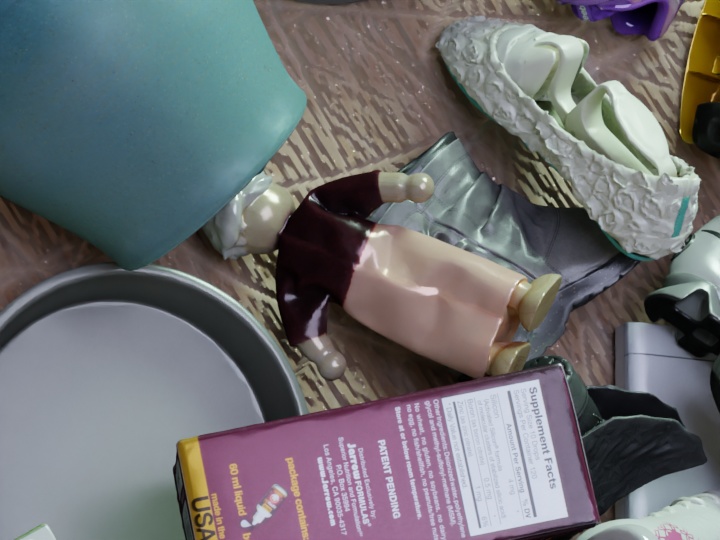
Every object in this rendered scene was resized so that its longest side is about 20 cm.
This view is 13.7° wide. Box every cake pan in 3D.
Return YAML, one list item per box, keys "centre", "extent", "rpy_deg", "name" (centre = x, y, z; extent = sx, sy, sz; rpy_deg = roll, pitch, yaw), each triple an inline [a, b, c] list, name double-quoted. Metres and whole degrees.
- centre: [-0.124, 0.096, 1.582]
  extent: [0.200, 0.037, 0.201]
  rpy_deg: [5, 75, -20]
  name: "cake pan"

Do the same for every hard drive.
- centre: [0.208, 0.135, 1.705]
  extent: [0.132, 0.027, 0.201]
  rpy_deg: [7, 75, -20]
  name: "hard drive"

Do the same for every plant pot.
- centre: [-0.137, -0.109, 1.551]
  extent: [0.188, 0.200, 0.200]
  rpy_deg: [47, 66, -13]
  name: "plant pot"

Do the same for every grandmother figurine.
- centre: [0.000, 0.000, 1.612]
  extent: [0.200, 0.061, 0.122]
  rpy_deg: [26, 86, 12]
  name: "grandmother figurine"

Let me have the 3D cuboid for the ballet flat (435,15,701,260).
- centre: [0.123, -0.090, 1.665]
  extent: [0.072, 0.072, 0.200]
  rpy_deg: [-29, 60, -24]
  name: "ballet flat"

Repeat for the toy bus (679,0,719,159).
- centre: [0.306, -0.109, 1.711]
  extent: [0.192, 0.200, 0.136]
  rpy_deg: [19, 84, -22]
  name: "toy bus"

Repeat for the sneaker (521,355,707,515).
- centre: [0.084, 0.121, 1.635]
  extent: [0.200, 0.060, 0.104]
  rpy_deg: [-37, 126, 0]
  name: "sneaker"

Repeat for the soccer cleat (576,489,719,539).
- centre: [0.170, 0.152, 1.605]
  extent: [0.200, 0.070, 0.087]
  rpy_deg: [30, 51, -50]
  name: "soccer cleat"

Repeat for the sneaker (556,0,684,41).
- centre: [0.133, -0.191, 1.702]
  extent: [0.200, 0.080, 0.089]
  rpy_deg: [29, 83, -48]
  name: "sneaker"

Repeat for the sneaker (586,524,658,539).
- centre: [0.144, 0.201, 1.533]
  extent: [0.099, 0.200, 0.071]
  rpy_deg: [-14, 41, -33]
  name: "sneaker"

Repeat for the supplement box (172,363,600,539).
- centre: [0.010, 0.113, 1.522]
  extent: [0.199, 0.110, 0.086]
  rpy_deg: [-11, 81, -7]
  name: "supplement box"

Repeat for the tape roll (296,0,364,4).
- centre: [-0.016, -0.254, 1.695]
  extent: [0.200, 0.066, 0.201]
  rpy_deg: [5, 74, -19]
  name: "tape roll"

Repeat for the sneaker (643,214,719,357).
- centre: [0.264, 0.041, 1.695]
  extent: [0.200, 0.074, 0.089]
  rpy_deg: [38, 66, -7]
  name: "sneaker"

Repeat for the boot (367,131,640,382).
- centre: [0.089, -0.032, 1.682]
  extent: [0.132, 0.070, 0.200]
  rpy_deg: [48, 61, 2]
  name: "boot"

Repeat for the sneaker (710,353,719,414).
- centre: [0.250, 0.128, 1.657]
  extent: [0.200, 0.088, 0.076]
  rpy_deg: [48, 57, -8]
  name: "sneaker"

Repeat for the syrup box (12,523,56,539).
- centre: [-0.189, 0.188, 1.445]
  extent: [0.079, 0.200, 0.082]
  rpy_deg: [-28, 86, -24]
  name: "syrup box"
